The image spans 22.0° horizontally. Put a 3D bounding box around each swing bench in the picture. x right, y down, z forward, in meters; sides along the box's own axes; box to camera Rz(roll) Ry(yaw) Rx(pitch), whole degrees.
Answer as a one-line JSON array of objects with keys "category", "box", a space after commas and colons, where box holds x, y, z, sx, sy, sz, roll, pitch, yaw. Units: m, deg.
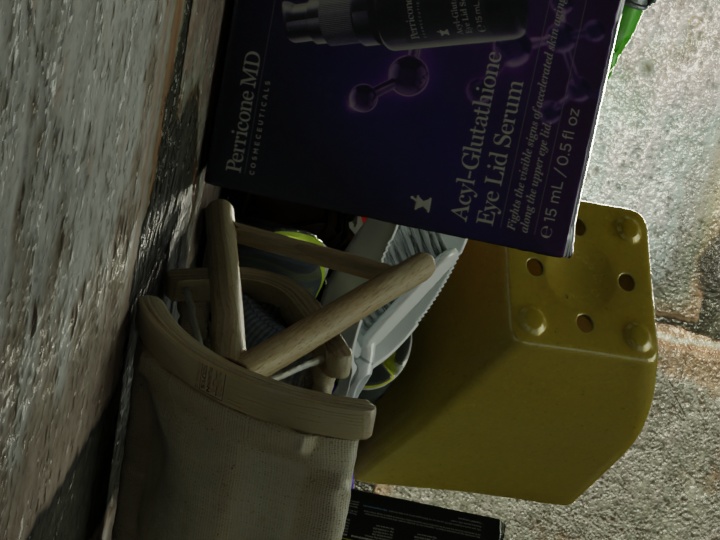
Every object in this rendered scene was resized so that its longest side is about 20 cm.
[{"category": "swing bench", "box": [-0.054, 0.100, 0.894, 0.200, 0.129, 0.200, -62, 164, -66]}]

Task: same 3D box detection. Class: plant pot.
[{"category": "plant pot", "box": [0.111, 0.039, 1.331, 0.200, 0.195, 0.195, 134, -40, -57]}]

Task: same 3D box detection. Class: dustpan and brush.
[{"category": "dustpan and brush", "box": [0.007, 0.034, 1.132, 0.200, 0.057, 0.139, -50, 163, 11]}]

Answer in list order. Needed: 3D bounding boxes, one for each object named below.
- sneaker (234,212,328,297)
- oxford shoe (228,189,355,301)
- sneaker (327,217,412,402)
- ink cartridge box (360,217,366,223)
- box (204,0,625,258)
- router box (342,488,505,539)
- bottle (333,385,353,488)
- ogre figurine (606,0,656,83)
[{"category": "sneaker", "box": [-0.063, 0.035, 1.077, 0.200, 0.074, 0.081, 95, 9, -60]}, {"category": "oxford shoe", "box": [-0.039, -0.041, 1.144, 0.200, 0.084, 0.073, 95, 8, -59]}, {"category": "sneaker", "box": [0.000, 0.000, 1.283, 0.085, 0.074, 0.201, 106, -8, -62]}, {"category": "ink cartridge box", "box": [0.005, -0.132, 1.179, 0.163, 0.057, 0.200, -77, 144, -57]}, {"category": "box", "box": [0.029, -0.105, 0.985, 0.104, 0.199, 0.149, -69, 170, -74]}, {"category": "router box", "box": [-0.027, 0.198, 1.055, 0.062, 0.199, 0.151, 97, 5, -77]}, {"category": "bottle", "box": [-0.044, 0.158, 1.324, 0.083, 0.065, 0.201, 8, -88, 57]}, {"category": "ogre figurine", "box": [0.077, -0.151, 1.074, 0.098, 0.199, 0.120, -31, 130, -76]}]
